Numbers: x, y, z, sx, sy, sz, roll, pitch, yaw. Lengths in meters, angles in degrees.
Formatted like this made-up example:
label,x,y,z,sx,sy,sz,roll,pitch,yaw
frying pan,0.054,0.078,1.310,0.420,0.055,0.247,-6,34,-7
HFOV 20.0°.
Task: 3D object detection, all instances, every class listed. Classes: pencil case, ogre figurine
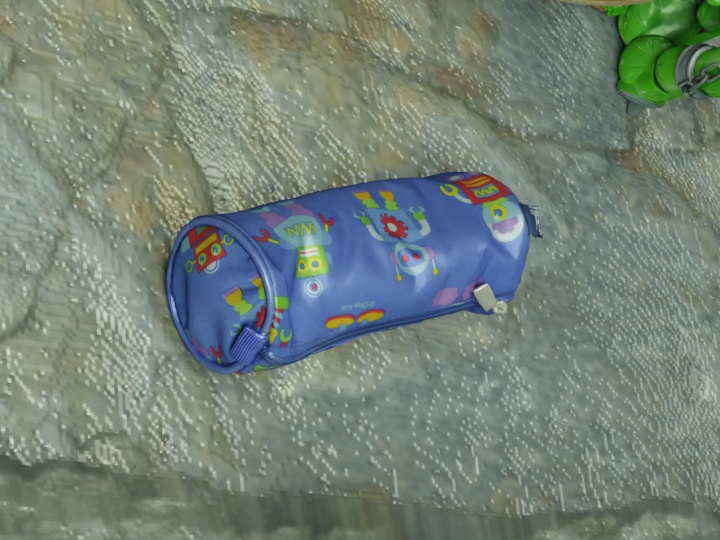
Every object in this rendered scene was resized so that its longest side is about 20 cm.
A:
label,x,y,z,sx,sy,sz,roll,pitch,yaw
pencil case,0.000,0.000,1.042,0.200,0.078,0.087,-12,56,-39
ogre figurine,0.204,-0.175,1.252,0.098,0.120,0.200,2,68,-33

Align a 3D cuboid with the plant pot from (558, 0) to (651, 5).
label,x,y,z,sx,sy,sz,roll,pitch,yaw
plant pot,0.139,-0.289,1.183,0.186,0.186,0.200,30,66,-24
